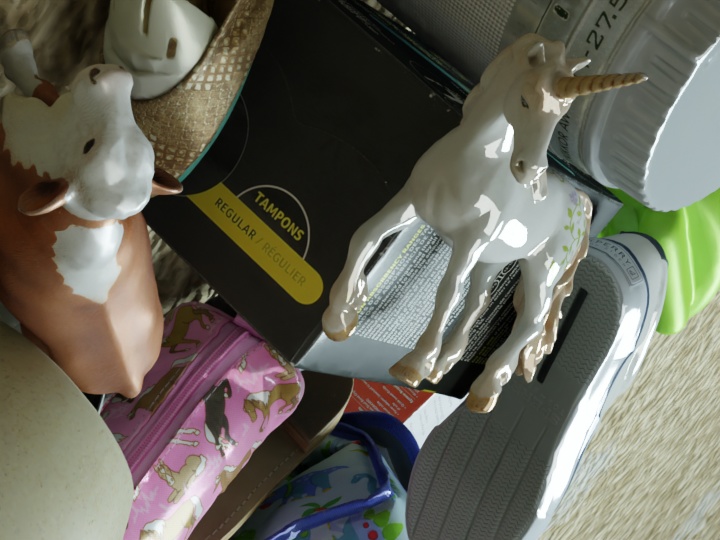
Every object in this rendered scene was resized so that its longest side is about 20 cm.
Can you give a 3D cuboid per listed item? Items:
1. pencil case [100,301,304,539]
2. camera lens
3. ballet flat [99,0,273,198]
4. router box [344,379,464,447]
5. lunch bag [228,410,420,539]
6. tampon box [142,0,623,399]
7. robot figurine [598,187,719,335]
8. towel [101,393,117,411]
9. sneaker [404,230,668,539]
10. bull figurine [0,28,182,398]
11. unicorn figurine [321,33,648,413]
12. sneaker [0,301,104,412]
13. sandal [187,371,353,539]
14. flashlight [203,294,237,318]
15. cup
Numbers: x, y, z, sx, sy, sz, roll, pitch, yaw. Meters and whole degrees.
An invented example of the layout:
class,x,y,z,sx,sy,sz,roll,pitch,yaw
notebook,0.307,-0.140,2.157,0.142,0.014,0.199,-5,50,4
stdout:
class,x,y,z,sx,sy,sz,roll,pitch,yaw
pencil case,-0.108,0.104,0.990,0.200,0.086,0.083,-53,123,-31
camera lens,0.097,-0.142,0.896,0.160,0.200,0.160,-38,156,-21
ballet flat,-0.062,-0.124,0.824,0.065,0.070,0.200,20,98,-55
router box,0.058,0.087,1.388,0.179,0.049,0.200,-42,157,-12
lunch bag,-0.002,0.178,1.178,0.127,0.170,0.200,-23,-168,-2
tampon box,-0.001,-0.040,0.953,0.126,0.150,0.200,-52,156,9
robot figurine,0.157,-0.042,1.215,0.200,0.175,0.116,-70,151,-56
towel,-0.132,0.104,1.123,0.144,0.023,0.200,-46,156,-2
sneaker,0.090,0.067,1.003,0.071,0.073,0.200,-17,144,-51
bull figurine,-0.116,-0.025,0.805,0.065,0.122,0.200,-25,152,-18
unicorn figurine,0.050,-0.018,0.816,0.138,0.074,0.200,-60,169,3
sneaker,-0.159,0.065,0.934,0.075,0.082,0.200,-9,136,-56
sandal,-0.086,0.117,1.103,0.212,0.078,0.070,-36,159,-37
flashlight,0.000,0.000,1.124,0.200,0.068,0.068,-25,178,-42
cup,-0.174,0.099,0.831,0.143,0.200,0.200,-43,157,-25
